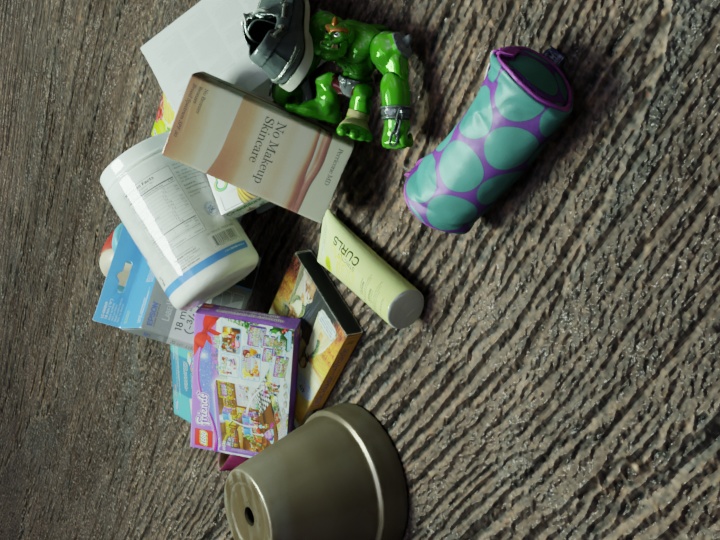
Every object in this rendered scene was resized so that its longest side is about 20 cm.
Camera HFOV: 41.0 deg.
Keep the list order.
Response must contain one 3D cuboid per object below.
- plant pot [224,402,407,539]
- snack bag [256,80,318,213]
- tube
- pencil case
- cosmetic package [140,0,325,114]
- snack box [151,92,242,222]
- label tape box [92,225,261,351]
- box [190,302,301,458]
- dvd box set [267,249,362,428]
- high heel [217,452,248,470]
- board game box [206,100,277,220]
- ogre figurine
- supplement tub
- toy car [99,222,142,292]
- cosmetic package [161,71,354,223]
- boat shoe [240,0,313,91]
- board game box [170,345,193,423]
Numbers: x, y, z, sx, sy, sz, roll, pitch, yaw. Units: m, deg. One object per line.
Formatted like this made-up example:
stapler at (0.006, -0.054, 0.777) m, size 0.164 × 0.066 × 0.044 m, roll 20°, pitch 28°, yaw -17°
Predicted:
plant pot at (-0.068, 0.282, 1.196) m, size 0.199 × 0.172 × 0.202 m, roll 20°, pitch 115°, yaw 51°
snack bag at (-0.106, -0.186, 1.266) m, size 0.199 × 0.021 × 0.191 m, roll -15°, pitch 86°, yaw 55°
tube at (0.000, 0.000, 1.142) m, size 0.058 × 0.052 × 0.200 m, roll -47°, pitch 43°, yaw 0°
pencil case at (0.117, -0.122, 0.915) m, size 0.093 × 0.085 × 0.200 m, roll 50°, pitch 137°, yaw 13°
cosmetic package at (-0.155, -0.269, 1.187) m, size 0.199 × 0.052 × 0.152 m, roll -34°, pitch 67°, yaw 10°
snack box at (-0.217, -0.178, 1.353) m, size 0.201 × 0.067 × 0.169 m, roll 60°, pitch 144°, yaw 24°
label tape box at (-0.252, 0.027, 1.327) m, size 0.063 × 0.198 × 0.146 m, roll 141°, pitch 145°, yaw -72°
box at (-0.153, 0.151, 1.275) m, size 0.135 × 0.039 × 0.202 m, roll 9°, pitch 111°, yaw 8°
dvd box set at (-0.076, 0.094, 1.282) m, size 0.147 × 0.029 × 0.201 m, roll 57°, pitch 138°, yaw 29°
high heel at (-0.167, 0.190, 1.329) m, size 0.067 × 0.095 × 0.202 m, roll 36°, pitch 141°, yaw 56°
board game box at (-0.148, -0.181, 1.219) m, size 0.125 × 0.035 × 0.202 m, roll -25°, pitch 75°, yaw 12°
ogre figurine at (-0.015, -0.216, 1.058) m, size 0.200 × 0.097 × 0.121 m, roll 35°, pitch 114°, yaw 53°
supplement tub at (-0.233, -0.063, 1.250) m, size 0.201 × 0.131 × 0.132 m, roll 58°, pitch 141°, yaw 5°
toy car at (-0.297, -0.065, 1.485) m, size 0.185 × 0.175 × 0.202 m, roll 125°, pitch 154°, yaw -61°
cosmetic package at (-0.115, -0.143, 1.114) m, size 0.087 × 0.198 × 0.104 m, roll -94°, pitch 26°, yaw -76°
boat shoe at (-0.097, -0.270, 1.062) m, size 0.073 × 0.061 × 0.201 m, roll -49°, pitch 32°, yaw 26°
board game box at (-0.232, 0.174, 1.505) m, size 0.199 × 0.047 × 0.153 m, roll 15°, pitch 110°, yaw 52°
